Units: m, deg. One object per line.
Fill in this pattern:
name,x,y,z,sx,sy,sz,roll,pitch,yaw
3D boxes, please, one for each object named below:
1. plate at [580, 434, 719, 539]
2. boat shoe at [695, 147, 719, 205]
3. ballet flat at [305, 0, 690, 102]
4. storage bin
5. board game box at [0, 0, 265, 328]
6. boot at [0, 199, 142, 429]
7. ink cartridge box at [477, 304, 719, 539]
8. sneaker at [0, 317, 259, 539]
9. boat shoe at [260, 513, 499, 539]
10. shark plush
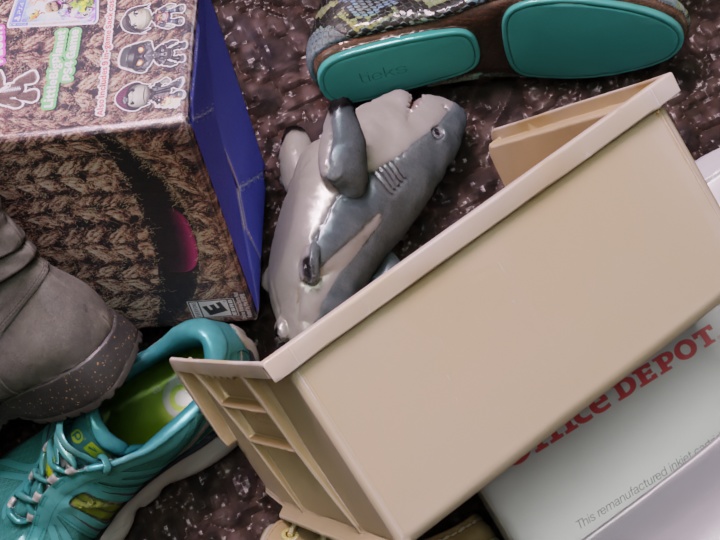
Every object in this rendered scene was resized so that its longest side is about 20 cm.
plate,0.194,0.158,0.657,0.199,0.032,0.200,-37,72,-5
boat shoe,0.217,-0.049,0.790,0.199,0.067,0.074,-27,70,-1
ballet flat,0.069,-0.136,0.843,0.198,0.074,0.075,-5,71,3
storage bin,0.037,0.019,0.702,0.199,0.198,0.094,-36,99,-16
board game box,-0.158,-0.051,0.785,0.198,0.160,0.097,-5,55,8
boot,-0.209,0.026,0.765,0.199,0.131,0.068,-25,32,29
ink cartridge box,0.153,0.127,0.733,0.145,0.083,0.201,-30,72,-3
sneaker,-0.136,0.091,0.789,0.200,0.080,0.078,-41,71,-6
boat shoe,-0.030,0.150,0.757,0.199,0.074,0.067,-22,76,0
shark plush,0.000,0.000,0.809,0.083,0.091,0.202,16,67,-18
